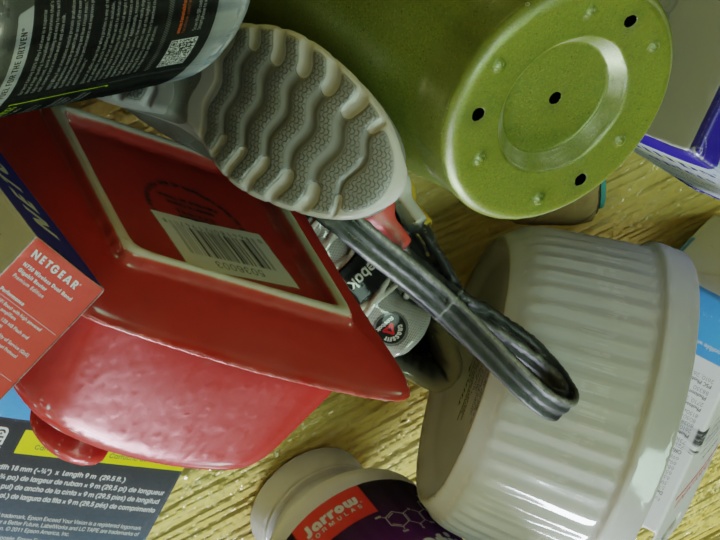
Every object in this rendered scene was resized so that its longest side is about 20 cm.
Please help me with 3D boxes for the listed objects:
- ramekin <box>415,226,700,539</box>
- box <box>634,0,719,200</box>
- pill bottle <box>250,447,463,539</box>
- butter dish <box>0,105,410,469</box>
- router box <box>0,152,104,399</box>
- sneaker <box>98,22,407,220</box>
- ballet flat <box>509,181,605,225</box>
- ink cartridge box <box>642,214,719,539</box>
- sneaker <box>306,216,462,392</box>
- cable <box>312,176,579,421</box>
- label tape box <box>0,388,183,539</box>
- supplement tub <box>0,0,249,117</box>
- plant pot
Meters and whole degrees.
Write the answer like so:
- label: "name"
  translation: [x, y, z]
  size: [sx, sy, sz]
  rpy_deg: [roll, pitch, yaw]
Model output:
- label: "ramekin"
  translation: [0.105, 0.069, 1.495]
  size: [0.105, 0.200, 0.201]
  rpy_deg: [18, 116, -9]
- label: "box"
  translation: [0.217, -0.131, 1.409]
  size: [0.200, 0.105, 0.185]
  rpy_deg: [23, 94, -54]
- label: "pill bottle"
  translation: [0.017, 0.191, 1.519]
  size: [0.112, 0.200, 0.113]
  rpy_deg: [-21, 135, -23]
- label: "butter dish"
  translation: [-0.109, 0.028, 1.272]
  size: [0.199, 0.200, 0.148]
  rpy_deg: [17, 115, -35]
- label: "router box"
  translation: [-0.226, 0.011, 1.176]
  size: [0.180, 0.200, 0.049]
  rpy_deg: [-45, 134, 4]
- label: "sneaker"
  translation: [-0.047, -0.080, 1.255]
  size: [0.082, 0.200, 0.075]
  rpy_deg: [23, 97, -56]
- label: "ballet flat"
  translation: [0.106, -0.101, 1.450]
  size: [0.063, 0.069, 0.201]
  rpy_deg: [-11, 130, -12]
- label: "ink cartridge box"
  translation: [0.191, 0.079, 1.628]
  size: [0.116, 0.068, 0.201]
  rpy_deg: [-36, 150, -60]
- label: "sneaker"
  translation: [0.000, 0.000, 1.433]
  size: [0.074, 0.089, 0.200]
  rpy_deg: [-44, 137, 4]
- label: "cable"
  translation: [0.041, -0.003, 1.361]
  size: [0.050, 0.200, 0.097]
  rpy_deg: [-48, 176, 14]
- label: "label tape box"
  translation: [-0.177, 0.113, 1.405]
  size: [0.144, 0.063, 0.201]
  rpy_deg: [11, 116, -42]
- label: "supplement tub"
  translation: [-0.152, -0.129, 1.148]
  size: [0.200, 0.122, 0.123]
  rpy_deg: [-17, 135, -47]
- label: "plant pot"
  translation: [0.046, -0.128, 1.281]
  size: [0.200, 0.193, 0.201]
  rpy_deg: [-22, 135, -23]
